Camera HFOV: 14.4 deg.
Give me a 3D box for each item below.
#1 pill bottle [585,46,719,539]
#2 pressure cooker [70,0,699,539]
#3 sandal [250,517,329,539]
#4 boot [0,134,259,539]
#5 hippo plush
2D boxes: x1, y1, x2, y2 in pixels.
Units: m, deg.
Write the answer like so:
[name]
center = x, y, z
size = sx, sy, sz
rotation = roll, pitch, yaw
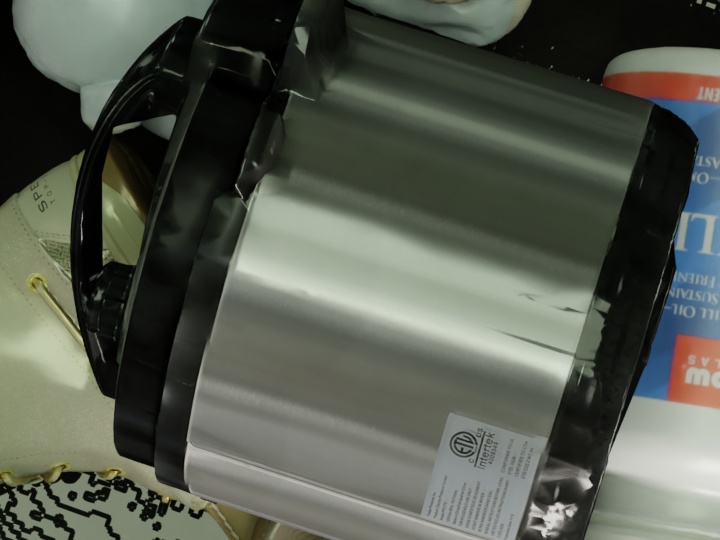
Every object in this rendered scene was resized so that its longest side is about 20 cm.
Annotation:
[pill bottle]
center = 0.132, 0.025, 1.071
size = 0.111, 0.112, 0.201
rotation = 8, 85, -1
[pressure cooker]
center = -0.001, 0.001, 0.952
size = 0.199, 0.179, 0.177
rotation = 16, 86, 5
[sandal]
center = 0.049, 0.139, 1.058
size = 0.200, 0.054, 0.080
rotation = 42, 79, -15
[boot]
center = -0.108, 0.068, 1.080
size = 0.154, 0.072, 0.201
rotation = -27, 105, 7
[hippo plush]
center = -0.042, -0.110, 1.046
size = 0.161, 0.200, 0.159
rotation = -47, 59, 5
